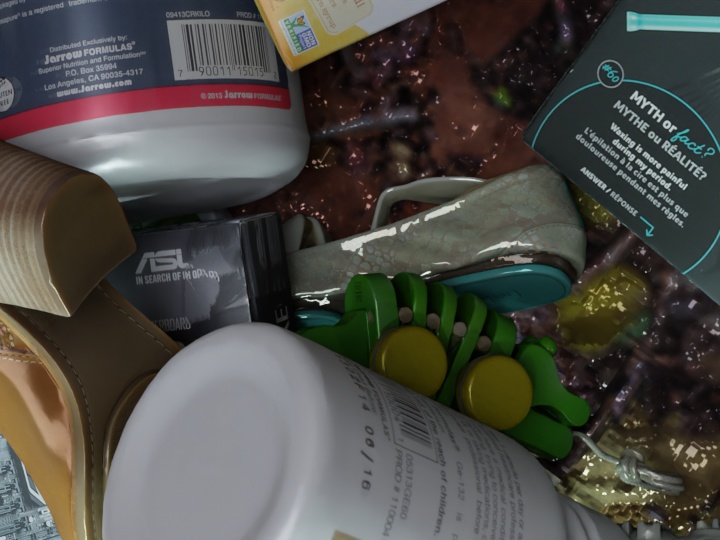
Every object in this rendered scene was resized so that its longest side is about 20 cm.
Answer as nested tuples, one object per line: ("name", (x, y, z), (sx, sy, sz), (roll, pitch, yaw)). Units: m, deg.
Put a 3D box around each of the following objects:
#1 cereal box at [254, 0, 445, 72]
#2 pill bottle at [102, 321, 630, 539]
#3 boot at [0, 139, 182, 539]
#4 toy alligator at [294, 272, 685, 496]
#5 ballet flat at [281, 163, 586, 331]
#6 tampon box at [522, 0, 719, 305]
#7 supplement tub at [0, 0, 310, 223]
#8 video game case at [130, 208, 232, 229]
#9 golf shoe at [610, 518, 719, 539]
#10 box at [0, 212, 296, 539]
("cereal box", (0.033, -0.181, 0.826), (0.200, 0.040, 0.144), (-26, 96, 0))
("pill bottle", (0.012, 0.104, 0.822), (0.114, 0.200, 0.114), (-25, 52, 37))
("boot", (-0.147, 0.033, 0.851), (0.155, 0.077, 0.200), (12, 133, 36))
("toy alligator", (0.053, 0.041, 0.890), (0.200, 0.059, 0.054), (19, 80, -22))
("ballet flat", (0.000, 0.000, 0.936), (0.200, 0.067, 0.062), (-12, 64, 14))
("tampon box", (0.190, -0.089, 0.802), (0.150, 0.126, 0.200), (42, 119, 11))
("supplement tub", (-0.101, -0.125, 0.895), (0.140, 0.140, 0.200), (-10, 83, 17))
("video game case", (-0.173, -0.020, 0.997), (0.200, 0.022, 0.182), (-37, 85, 16))
("golf shoe", (0.191, 0.148, 0.867), (0.200, 0.078, 0.097), (-5, 73, 26))
("box", (-0.120, 0.065, 0.913), (0.200, 0.050, 0.158), (-5, 95, 20))
